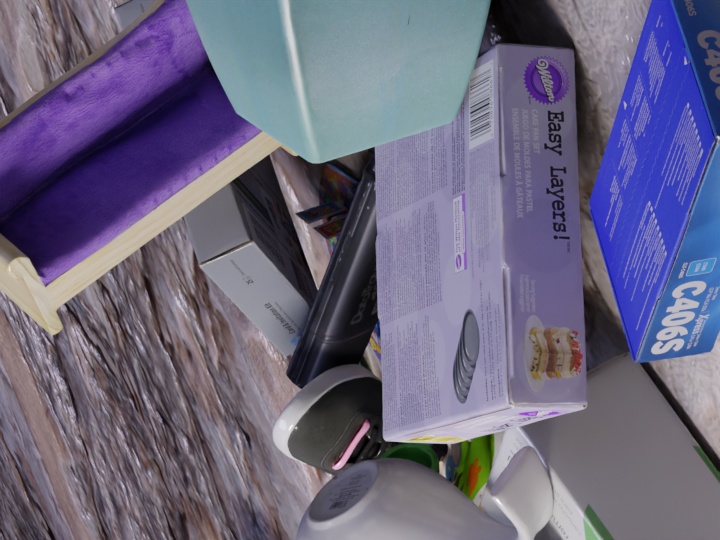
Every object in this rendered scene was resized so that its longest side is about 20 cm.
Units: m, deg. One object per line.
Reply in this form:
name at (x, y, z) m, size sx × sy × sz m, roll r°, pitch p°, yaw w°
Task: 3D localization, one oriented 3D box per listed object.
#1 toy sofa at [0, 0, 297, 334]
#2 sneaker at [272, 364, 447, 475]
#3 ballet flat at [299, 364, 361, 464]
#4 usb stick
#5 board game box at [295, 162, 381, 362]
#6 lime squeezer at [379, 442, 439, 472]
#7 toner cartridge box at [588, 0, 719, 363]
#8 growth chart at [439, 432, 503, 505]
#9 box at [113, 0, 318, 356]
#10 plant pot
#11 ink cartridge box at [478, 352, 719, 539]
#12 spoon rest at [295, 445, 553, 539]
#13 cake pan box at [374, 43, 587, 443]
toy sofa at (-0.139, -0.066, 1.565) m, size 0.083 × 0.200 × 0.098 m, roll 37°, pitch 157°, yaw 43°
sneaker at (0.023, 0.121, 1.716) m, size 0.099 × 0.071 × 0.200 m, roll 41°, pitch -172°, yaw 27°
ballet flat at (-0.005, 0.133, 1.879) m, size 0.200 × 0.072 × 0.072 m, roll 64°, pitch 160°, yaw -2°
usb stick at (0.000, 0.000, 1.656) m, size 0.033 × 0.055 × 0.200 m, roll 47°, pitch 139°, yaw 25°
board game box at (0.013, 0.026, 1.740) m, size 0.200 × 0.039 × 0.158 m, roll 36°, pitch 147°, yaw 51°
lime squeezer at (0.031, 0.140, 1.620) m, size 0.038 × 0.200 × 0.071 m, roll 1°, pitch 156°, yaw 37°
toner cartridge box at (0.154, -0.047, 1.272) m, size 0.200 × 0.043 × 0.095 m, roll 101°, pitch 158°, yaw -59°
growth chart at (0.057, 0.157, 1.640) m, size 0.018 × 0.200 × 0.145 m, roll 12°, pitch 146°, yaw 16°
box at (-0.086, -0.063, 1.726) m, size 0.156 × 0.041 × 0.200 m, roll 51°, pitch -162°, yaw -61°
plant pot at (-0.016, -0.169, 1.386) m, size 0.141 × 0.141 × 0.200 m, roll 36°, pitch 137°, yaw 51°
ink cartridge box at (0.141, 0.162, 1.536) m, size 0.145 × 0.087 × 0.200 m, roll 55°, pitch 160°, yaw 20°
spoon rest at (0.036, 0.141, 1.513) m, size 0.200 × 0.099 × 0.061 m, roll -13°, pitch 122°, yaw 52°
cake pan box at (0.060, -0.013, 1.455) m, size 0.184 × 0.052 × 0.200 m, roll 154°, pitch 116°, yaw -65°
